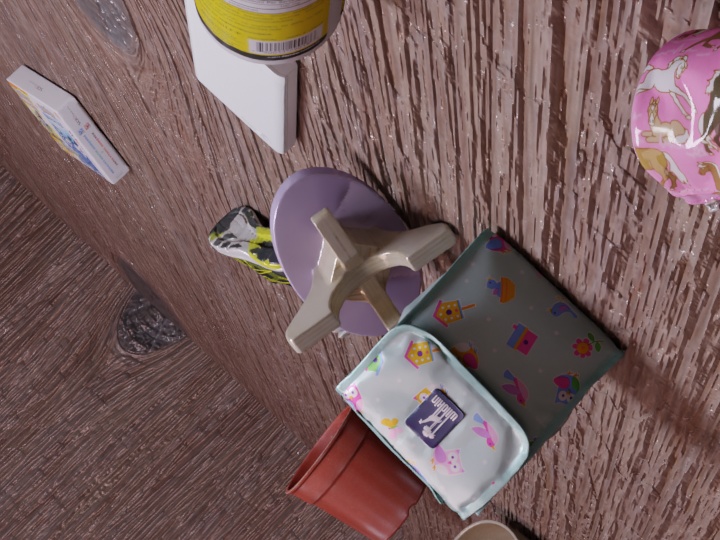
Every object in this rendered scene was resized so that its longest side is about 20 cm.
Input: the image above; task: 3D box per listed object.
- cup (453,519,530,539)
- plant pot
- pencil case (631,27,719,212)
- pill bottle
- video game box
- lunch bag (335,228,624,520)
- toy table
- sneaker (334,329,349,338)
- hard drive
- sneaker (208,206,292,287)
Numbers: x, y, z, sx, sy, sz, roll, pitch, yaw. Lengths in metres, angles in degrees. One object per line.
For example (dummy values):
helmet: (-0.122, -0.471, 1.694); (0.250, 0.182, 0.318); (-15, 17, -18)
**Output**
cup: (0.239, 0.508, 2.098); (0.143, 0.201, 0.200); (22, -178, -34)
plant pot: (0.001, 0.379, 2.398); (0.195, 0.201, 0.201); (37, 167, -2)
pencil case: (0.208, -0.069, 0.592); (0.087, 0.083, 0.200); (50, 165, -20)
pill bottle: (-0.059, -0.223, 0.869); (0.111, 0.111, 0.200); (43, 166, 7)
video game box: (-0.504, -0.252, 2.283); (0.200, 0.047, 0.182); (31, 159, 45)
lunch bag: (0.099, 0.093, 1.158); (0.170, 0.200, 0.122); (44, 167, 5)
toy table: (0.000, 0.000, 1.283); (0.200, 0.184, 0.117); (42, -173, -27)
sneaker: (-0.007, 0.028, 1.521); (0.076, 0.092, 0.200); (40, 166, 16)
hard drive: (-0.116, -0.198, 1.306); (0.132, 0.026, 0.200); (43, 166, 8)
sneaker: (-0.134, -0.022, 1.793); (0.200, 0.074, 0.085); (29, 160, 50)
